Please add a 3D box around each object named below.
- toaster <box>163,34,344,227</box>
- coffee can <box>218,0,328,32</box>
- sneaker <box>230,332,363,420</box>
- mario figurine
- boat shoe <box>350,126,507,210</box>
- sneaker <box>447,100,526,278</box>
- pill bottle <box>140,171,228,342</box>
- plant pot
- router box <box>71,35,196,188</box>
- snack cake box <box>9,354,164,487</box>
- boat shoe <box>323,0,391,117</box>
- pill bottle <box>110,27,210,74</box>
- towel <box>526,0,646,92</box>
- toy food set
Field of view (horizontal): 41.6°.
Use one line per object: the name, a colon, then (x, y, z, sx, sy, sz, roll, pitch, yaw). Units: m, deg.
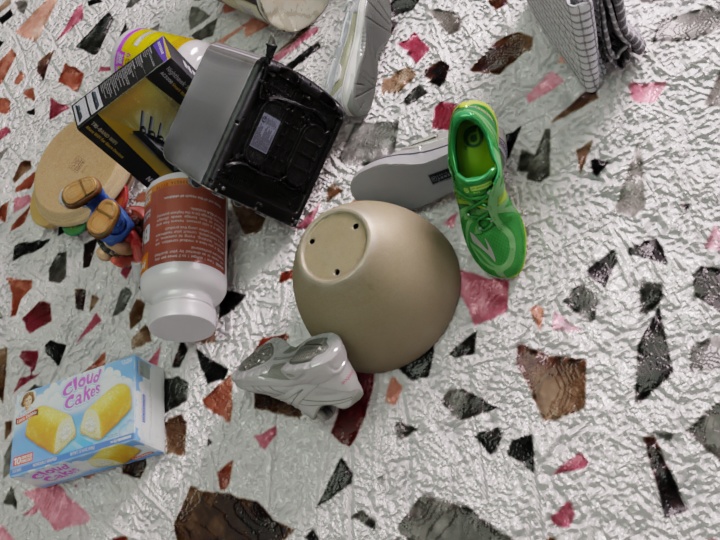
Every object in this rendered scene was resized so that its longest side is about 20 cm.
toaster: (-0.128, -0.177, 1.189, 0.118, 0.180, 0.202, 27, 93, 37)
coffee can: (-0.153, -0.447, 1.375, 0.199, 0.146, 0.147, 32, 84, 35)
sneaker: (-0.075, 0.134, 1.092, 0.199, 0.100, 0.078, -7, 31, 51)
mario figurine: (-0.335, -0.046, 1.251, 0.104, 0.200, 0.125, -7, 76, 3)
boat shoe: (0.082, -0.130, 1.143, 0.198, 0.072, 0.066, -19, 30, 25)
sneaker: (0.130, -0.085, 1.047, 0.073, 0.083, 0.203, -13, 96, 22)
pill bottle: (-0.228, -0.016, 1.226, 0.111, 0.112, 0.202, -15, 60, 21)
plant pot: (0.000, 0.000, 1.081, 0.198, 0.134, 0.203, -12, 62, 22)
router box: (-0.262, -0.195, 1.278, 0.156, 0.200, 0.053, -35, 51, 10)
snack cake box: (-0.350, 0.196, 1.217, 0.198, 0.067, 0.116, -19, 60, 19)
boat shoe: (-0.007, -0.302, 1.272, 0.064, 0.074, 0.205, 3, 77, 30)
pill bottle: (-0.268, -0.290, 1.386, 0.198, 0.104, 0.105, 20, 77, 34)
towel: (0.246, -0.333, 1.092, 0.085, 0.166, 0.201, -28, 56, 6)
toy food set: (-0.413, -0.148, 1.431, 0.196, 0.049, 0.202, 12, 73, 32)
